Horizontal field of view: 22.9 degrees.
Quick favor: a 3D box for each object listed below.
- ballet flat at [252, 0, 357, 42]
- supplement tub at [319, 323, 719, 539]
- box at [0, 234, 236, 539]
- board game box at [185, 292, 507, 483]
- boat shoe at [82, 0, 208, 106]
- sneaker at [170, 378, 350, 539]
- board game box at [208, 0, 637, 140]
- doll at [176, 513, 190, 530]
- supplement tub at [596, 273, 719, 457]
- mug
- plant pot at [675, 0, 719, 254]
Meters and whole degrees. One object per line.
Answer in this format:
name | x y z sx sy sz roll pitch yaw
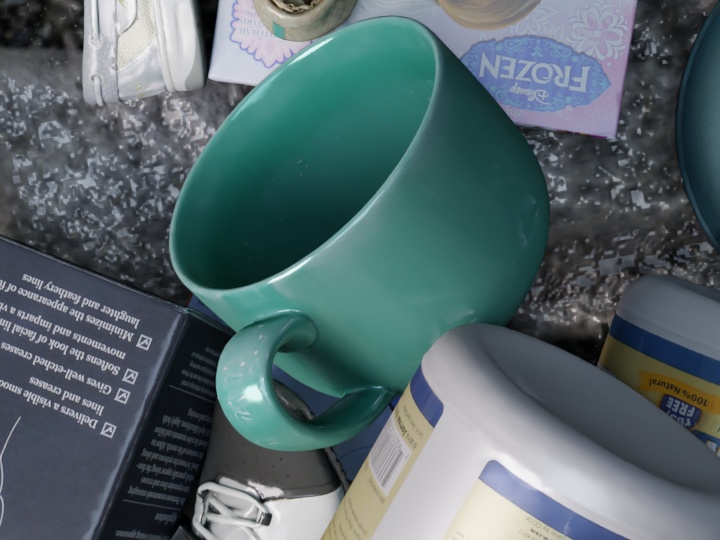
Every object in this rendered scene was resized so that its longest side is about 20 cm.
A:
ballet flat | 0.004 -0.197 0.798 0.067 0.062 0.201 19 96 3
supplement tub | 0.048 0.139 0.719 0.144 0.144 0.200 29 103 -1
box | -0.164 0.092 0.819 0.148 0.107 0.201 21 84 15
board game box | 0.006 0.054 0.884 0.199 0.019 0.103 25 98 0
boat shoe | -0.120 -0.181 0.842 0.065 0.074 0.203 -12 102 -1
sneaker | -0.055 0.145 0.825 0.074 0.088 0.201 19 122 36
board game box | 0.039 -0.175 0.850 0.199 0.041 0.200 8 96 2
doll | -0.142 0.156 0.885 0.136 0.048 0.200 31 96 4
supplement tub | 0.160 0.116 0.821 0.144 0.145 0.201 18 96 1
mug | -0.002 -0.007 0.791 0.185 0.152 0.114 -50 123 -6
plant pot | 0.252 -0.063 0.779 0.199 0.188 0.201 0 95 2
